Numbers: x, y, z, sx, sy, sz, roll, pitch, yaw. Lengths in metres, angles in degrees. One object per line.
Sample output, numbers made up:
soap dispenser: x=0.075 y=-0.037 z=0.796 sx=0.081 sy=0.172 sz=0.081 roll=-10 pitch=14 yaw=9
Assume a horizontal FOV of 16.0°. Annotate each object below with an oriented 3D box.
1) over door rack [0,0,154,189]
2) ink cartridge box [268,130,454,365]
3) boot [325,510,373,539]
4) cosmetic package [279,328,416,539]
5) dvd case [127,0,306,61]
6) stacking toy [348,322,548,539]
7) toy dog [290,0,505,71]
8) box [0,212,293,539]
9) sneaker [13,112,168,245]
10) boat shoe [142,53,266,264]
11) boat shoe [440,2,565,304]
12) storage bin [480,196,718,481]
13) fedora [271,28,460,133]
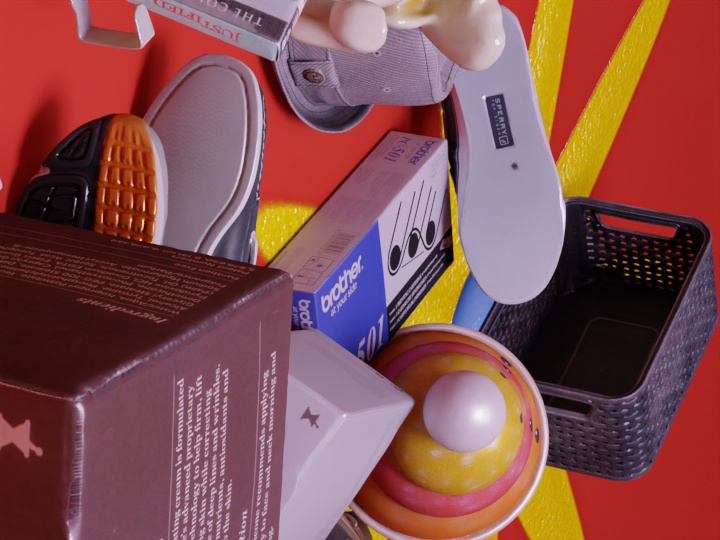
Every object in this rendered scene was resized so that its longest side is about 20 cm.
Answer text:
over door rack: x=-0.183 y=-0.142 z=1.060 sx=0.148 sy=0.067 sz=0.200 roll=-53 pitch=126 yaw=-46
ink cartridge box: x=0.000 y=0.000 z=1.614 sx=0.200 sy=0.044 sz=0.094 roll=-50 pitch=143 yaw=-49
boot: x=-0.025 y=0.179 z=1.638 sx=0.200 sy=0.074 sz=0.075 roll=70 pitch=18 yaw=-57
cosmetic package: x=-0.046 y=0.098 z=1.422 sx=0.113 sy=0.081 sz=0.200 roll=-56 pitch=168 yaw=5
dvd case: x=-0.068 y=-0.208 z=1.230 sx=0.022 sy=0.146 sz=0.200 roll=109 pitch=5 yaw=-64
stacking toy: x=0.057 y=0.097 z=1.569 sx=0.200 sy=0.146 sz=0.146 roll=131 pitch=-26 yaw=-81
toy dog: x=-0.026 y=-0.194 z=1.321 sx=0.200 sy=0.194 sz=0.140 roll=-8 pitch=136 yaw=-42
box: x=-0.147 y=0.086 z=1.149 sx=0.200 sy=0.164 sz=0.166 roll=-31 pitch=129 yaw=-61
sneaker: x=-0.131 y=0.013 z=1.293 sx=0.092 sy=0.076 sz=0.200 roll=-39 pitch=143 yaw=-68
boat shoe: x=-0.090 y=-0.018 z=1.364 sx=0.060 sy=0.076 sz=0.200 roll=-4 pitch=116 yaw=-66
boat shoe: x=0.091 y=-0.082 z=1.693 sx=0.091 sy=0.071 sz=0.200 roll=-108 pitch=-169 yaw=-82
storage bin: x=0.180 y=0.050 z=1.945 sx=0.094 sy=0.135 sz=0.200 roll=79 pitch=32 yaw=-42
fedora: x=0.017 y=-0.169 z=1.512 sx=0.200 sy=0.090 sz=0.177 roll=77 pitch=32 yaw=-45
